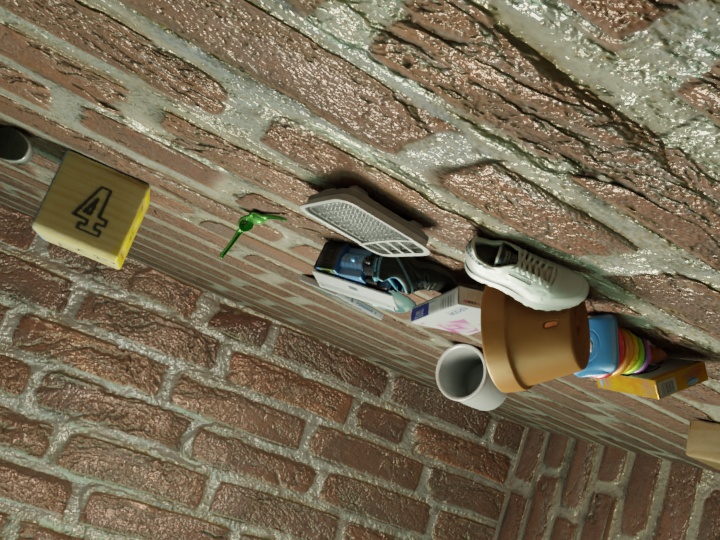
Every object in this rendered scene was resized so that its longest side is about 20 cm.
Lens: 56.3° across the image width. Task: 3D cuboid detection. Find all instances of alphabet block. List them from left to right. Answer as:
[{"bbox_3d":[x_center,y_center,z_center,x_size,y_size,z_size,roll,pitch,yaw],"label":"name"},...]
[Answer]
[{"bbox_3d":[-0.629,-0.136,1.594,0.198,0.199,0.195,23,169,-15],"label":"alphabet block"}]

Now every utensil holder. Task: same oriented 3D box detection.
[{"bbox_3d":[0.348,0.335,2.069,0.168,0.172,0.199,11,166,38],"label":"utensil holder"}]

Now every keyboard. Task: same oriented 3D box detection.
[{"bbox_3d":[-0.013,0.040,1.401,0.198,0.011,0.057,17,147,28],"label":"keyboard"}]

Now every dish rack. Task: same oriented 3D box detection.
[{"bbox_3d":[0.012,-0.084,1.124,0.198,0.044,0.171,28,167,-28],"label":"dish rack"}]

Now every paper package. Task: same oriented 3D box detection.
[{"bbox_3d":[0.998,0.478,1.762,0.189,0.105,0.199,25,166,-26],"label":"paper package"}]

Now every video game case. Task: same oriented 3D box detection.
[{"bbox_3d":[-0.054,0.074,1.894,0.181,0.022,0.199,30,174,-37],"label":"video game case"}]

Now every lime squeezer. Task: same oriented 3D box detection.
[{"bbox_3d":[-0.231,-0.097,1.430,0.198,0.071,0.038,-25,125,30],"label":"lime squeezer"}]

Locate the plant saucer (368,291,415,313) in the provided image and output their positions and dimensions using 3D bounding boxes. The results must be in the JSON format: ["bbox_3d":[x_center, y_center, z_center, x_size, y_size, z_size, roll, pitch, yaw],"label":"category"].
[{"bbox_3d":[0.047,0.070,1.761,0.198,0.028,0.200,21,167,5],"label":"plant saucer"}]

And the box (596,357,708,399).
[{"bbox_3d":[0.552,0.203,1.306,0.117,0.042,0.200,-15,180,-16],"label":"box"}]

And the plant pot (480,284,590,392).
[{"bbox_3d":[0.303,0.103,1.139,0.138,0.203,0.200,-7,154,32],"label":"plant pot"}]

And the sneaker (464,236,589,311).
[{"bbox_3d":[0.255,0.002,1.039,0.197,0.077,0.081,16,158,13],"label":"sneaker"}]

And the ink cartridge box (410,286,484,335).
[{"bbox_3d":[0.231,0.090,1.350,0.197,0.044,0.196,14,160,-19],"label":"ink cartridge box"}]

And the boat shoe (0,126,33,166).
[{"bbox_3d":[-0.802,-0.285,1.543,0.200,0.075,0.065,17,174,34],"label":"boat shoe"}]

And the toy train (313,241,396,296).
[{"bbox_3d":[0.000,0.000,1.412,0.198,0.088,0.114,9,158,43],"label":"toy train"}]

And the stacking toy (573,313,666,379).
[{"bbox_3d":[0.497,0.153,1.259,0.197,0.112,0.116,10,163,-25],"label":"stacking toy"}]

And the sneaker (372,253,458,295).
[{"bbox_3d":[0.103,0.015,1.305,0.198,0.083,0.073,25,164,-26],"label":"sneaker"}]
